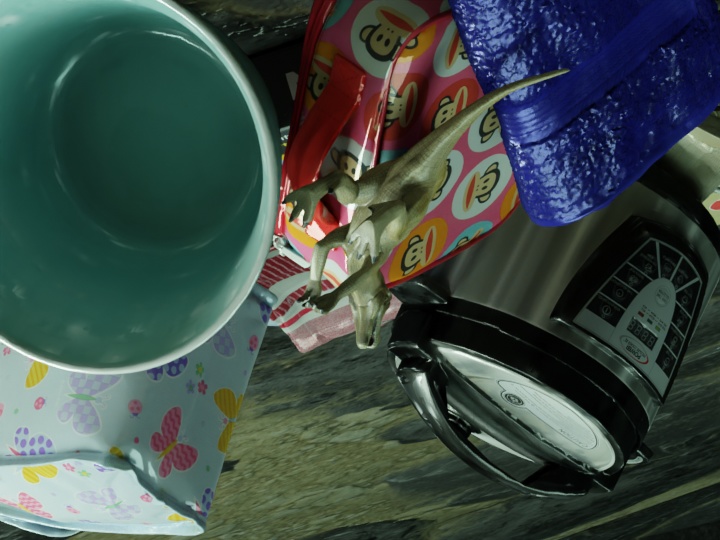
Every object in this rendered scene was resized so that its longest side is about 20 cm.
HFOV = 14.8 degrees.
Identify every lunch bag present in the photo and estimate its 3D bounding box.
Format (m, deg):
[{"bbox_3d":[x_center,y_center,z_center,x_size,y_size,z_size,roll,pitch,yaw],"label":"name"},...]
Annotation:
[{"bbox_3d":[0.026,-0.082,1.433,0.176,0.082,0.201,-31,147,-38],"label":"lunch bag"},{"bbox_3d":[-0.170,0.070,1.709,0.199,0.171,0.127,-4,149,37],"label":"lunch bag"}]

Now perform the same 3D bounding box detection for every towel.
[{"bbox_3d":[0.000,0.000,1.785,0.143,0.023,0.200,-19,160,9],"label":"towel"},{"bbox_3d":[0.121,-0.126,1.380,0.148,0.049,0.200,-44,140,-17],"label":"towel"}]

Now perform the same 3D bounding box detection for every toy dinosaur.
[{"bbox_3d":[0.016,-0.037,1.366,0.101,0.058,0.200,-26,155,-47],"label":"toy dinosaur"}]

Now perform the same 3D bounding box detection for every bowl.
[{"bbox_3d":[-0.118,-0.057,1.388,0.200,0.202,0.105,-23,-176,23],"label":"bowl"}]

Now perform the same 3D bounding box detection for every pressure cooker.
[{"bbox_3d":[0.114,0.036,1.695,0.175,0.201,0.179,23,161,15],"label":"pressure cooker"}]

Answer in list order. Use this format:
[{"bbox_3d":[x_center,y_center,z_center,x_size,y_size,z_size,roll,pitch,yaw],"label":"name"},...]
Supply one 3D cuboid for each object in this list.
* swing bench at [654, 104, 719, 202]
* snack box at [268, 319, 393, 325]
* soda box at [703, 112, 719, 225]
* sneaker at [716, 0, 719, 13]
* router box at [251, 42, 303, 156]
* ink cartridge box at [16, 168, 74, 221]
[{"bbox_3d":[0.235,-0.106,1.708,0.199,0.131,0.199,-15,168,-12],"label":"swing bench"},{"bbox_3d":[0.002,-0.019,1.881,0.168,0.068,0.199,-28,160,34],"label":"snack box"},{"bbox_3d":[0.259,-0.088,1.944,0.067,0.064,0.200,-18,167,2],"label":"soda box"},{"bbox_3d":[0.254,-0.171,1.562,0.199,0.088,0.076,-19,166,2],"label":"sneaker"},{"bbox_3d":[0.029,-0.105,1.611,0.199,0.051,0.149,-19,165,4],"label":"router box"},{"bbox_3d":[-0.214,-0.028,1.544,0.175,0.084,0.200,-4,160,-41],"label":"ink cartridge box"}]
